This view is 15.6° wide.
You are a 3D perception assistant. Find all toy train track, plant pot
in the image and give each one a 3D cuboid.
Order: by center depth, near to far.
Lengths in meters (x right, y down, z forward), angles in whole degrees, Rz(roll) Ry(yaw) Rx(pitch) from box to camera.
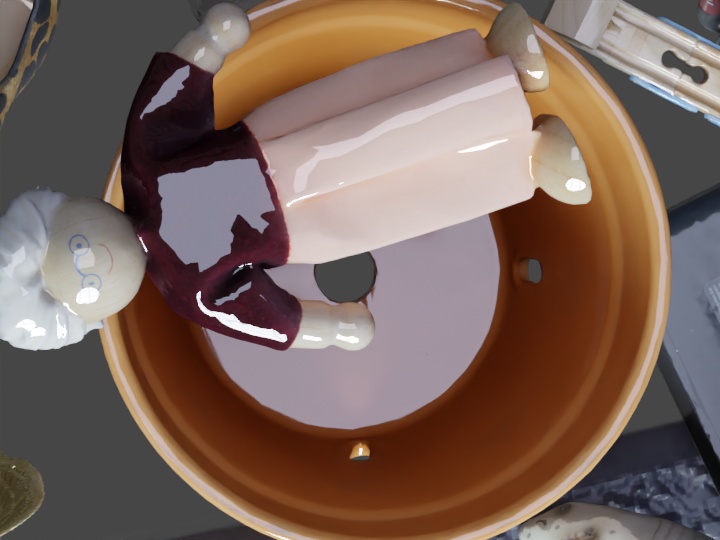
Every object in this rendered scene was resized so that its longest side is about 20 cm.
[{"bbox_3d":[0.000,0.000,0.962,0.200,0.140,0.200,0,89,-8],"label":"plant pot"},{"bbox_3d":[0.163,-0.058,0.998,0.200,0.033,0.115,26,88,-8],"label":"toy train track"}]

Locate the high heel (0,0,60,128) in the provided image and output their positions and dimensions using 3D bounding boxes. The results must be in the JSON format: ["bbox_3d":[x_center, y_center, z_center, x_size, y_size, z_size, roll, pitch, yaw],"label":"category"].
[{"bbox_3d":[-0.147,-0.093,0.944,0.071,0.143,0.200,15,88,-6],"label":"high heel"}]

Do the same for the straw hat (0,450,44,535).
[{"bbox_3d":[-0.205,0.121,0.919,0.201,0.201,0.085,-5,104,-7],"label":"straw hat"}]

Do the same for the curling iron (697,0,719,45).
[{"bbox_3d":[0.161,-0.153,0.976,0.050,0.200,0.026,1,48,-2],"label":"curling iron"}]

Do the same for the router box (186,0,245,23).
[{"bbox_3d":[-0.072,-0.174,0.926,0.052,0.200,0.157,-28,93,-3],"label":"router box"}]

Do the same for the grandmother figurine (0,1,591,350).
[{"bbox_3d":[-0.032,-0.028,0.862,0.200,0.061,0.121,-22,83,-9],"label":"grandmother figurine"}]

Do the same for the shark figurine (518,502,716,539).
[{"bbox_3d":[0.166,0.165,1.008,0.128,0.089,0.215,-31,85,38],"label":"shark figurine"}]

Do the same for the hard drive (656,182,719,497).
[{"bbox_3d":[0.215,0.008,1.042,0.200,0.033,0.140,-26,92,-6],"label":"hard drive"}]
